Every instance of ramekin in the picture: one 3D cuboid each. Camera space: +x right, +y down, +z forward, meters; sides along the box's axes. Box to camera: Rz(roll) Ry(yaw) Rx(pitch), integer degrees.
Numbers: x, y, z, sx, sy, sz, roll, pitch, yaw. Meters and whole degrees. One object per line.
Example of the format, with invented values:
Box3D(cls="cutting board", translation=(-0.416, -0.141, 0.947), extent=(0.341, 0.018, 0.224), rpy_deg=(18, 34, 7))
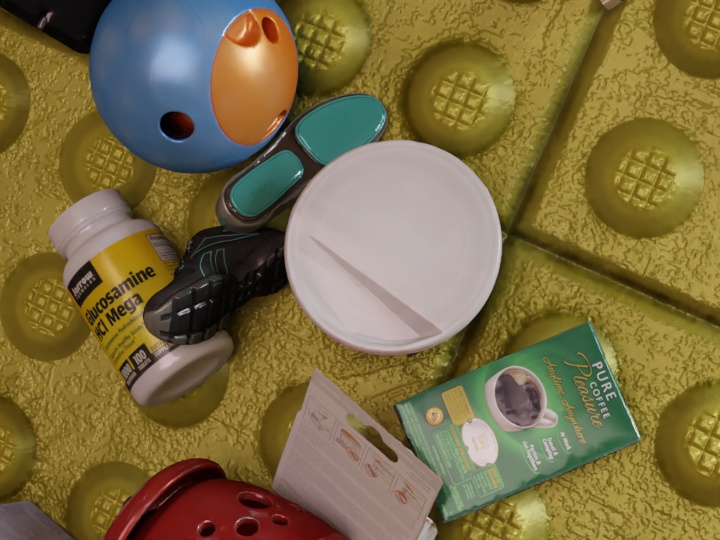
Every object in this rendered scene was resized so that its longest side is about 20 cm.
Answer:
Box3D(cls="ramekin", translation=(0.033, -0.013, 1.748), extent=(0.201, 0.094, 0.204), rpy_deg=(-1, 77, 5))

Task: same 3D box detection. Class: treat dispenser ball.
Box3D(cls="treat dispenser ball", translation=(-0.158, -0.193, 1.785), extent=(0.200, 0.201, 0.202), rpy_deg=(-1, 86, 18))

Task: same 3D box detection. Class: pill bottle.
Box3D(cls="pill bottle", translation=(-0.221, 0.024, 1.837), extent=(0.112, 0.112, 0.200), rpy_deg=(-38, 76, 12))

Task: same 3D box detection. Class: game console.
Box3D(cls="game console", translation=(-0.305, -0.354, 1.942), extent=(0.175, 0.116, 0.201), rpy_deg=(30, 97, -13))

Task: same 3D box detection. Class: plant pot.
Box3D(cls="plant pot", translation=(-0.134, 0.285, 1.750), extent=(0.182, 0.200, 0.201), rpy_deg=(34, 97, 24))

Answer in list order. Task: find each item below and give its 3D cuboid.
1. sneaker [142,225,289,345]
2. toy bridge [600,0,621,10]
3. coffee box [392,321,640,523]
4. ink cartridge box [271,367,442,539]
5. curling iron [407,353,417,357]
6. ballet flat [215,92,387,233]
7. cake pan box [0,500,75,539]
Box3D(cls="sneaker", translation=(-0.144, 0.009, 1.788), extent=(0.079, 0.200, 0.076), rpy_deg=(31, 128, 26))
Box3D(cls="toy bridge", translation=(0.293, -0.306, 1.717), extent=(0.200, 0.067, 0.027), rpy_deg=(-34, 77, 13))
Box3D(cls="coffee box", translation=(0.144, 0.141, 1.722), extent=(0.199, 0.044, 0.123), rpy_deg=(-24, 78, 0))
Box3D(cls="ink cartridge box", translation=(0.006, 0.187, 1.725), extent=(0.161, 0.050, 0.200), rpy_deg=(40, 140, 17))
Box3D(cls="curling iron", translation=(0.000, 0.000, 1.812), extent=(0.049, 0.026, 0.200), rpy_deg=(-36, 75, 5))
Box3D(cls="ballet flat", translation=(-0.061, -0.105, 1.810), extent=(0.200, 0.064, 0.068), rpy_deg=(-37, 89, -21))
Box3D(cls="cake pan box", translation=(-0.308, 0.304, 1.810), extent=(0.200, 0.184, 0.052), rpy_deg=(37, 102, 16))
